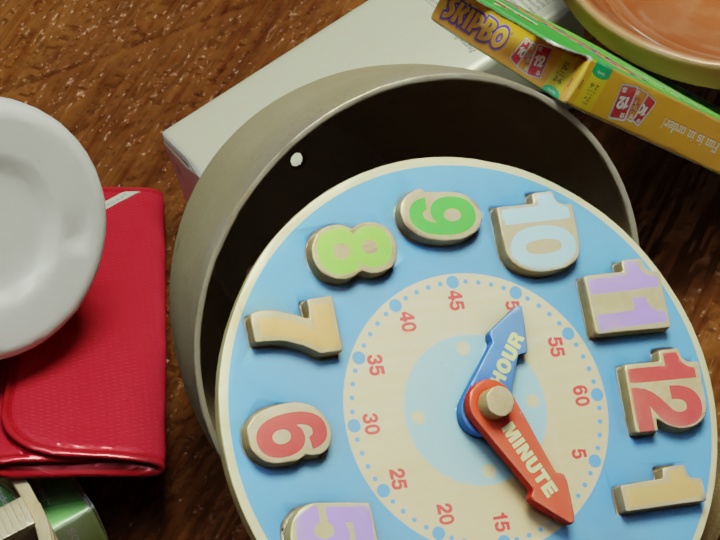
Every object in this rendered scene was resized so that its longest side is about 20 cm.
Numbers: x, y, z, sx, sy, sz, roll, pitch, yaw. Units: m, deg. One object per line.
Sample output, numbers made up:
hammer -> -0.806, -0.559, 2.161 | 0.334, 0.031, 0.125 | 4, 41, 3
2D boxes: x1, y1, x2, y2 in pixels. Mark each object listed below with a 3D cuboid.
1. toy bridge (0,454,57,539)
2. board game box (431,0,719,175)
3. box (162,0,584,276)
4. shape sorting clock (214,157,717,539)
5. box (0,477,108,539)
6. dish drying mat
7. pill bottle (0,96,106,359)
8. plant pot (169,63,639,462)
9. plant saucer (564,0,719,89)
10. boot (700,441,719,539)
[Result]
toy bridge -> -0.162, 0.120, 0.858 | 0.067, 0.027, 0.200 | -27, 53, -11
board game box -> 0.117, -0.077, 0.890 | 0.095, 0.200, 0.030 | 39, 102, 46
box -> 0.011, -0.076, 0.990 | 0.200, 0.069, 0.082 | -33, 52, -13
shape sorting clock -> 0.044, 0.052, 0.762 | 0.199, 0.039, 0.201 | 7, 70, -20
box -> -0.230, 0.115, 0.918 | 0.199, 0.036, 0.145 | -30, 52, -9
dish drying mat -> -0.128, 0.023, 0.941 | 0.076, 0.018, 0.200 | 0, 36, -6
pill bottle -> -0.208, -0.032, 0.938 | 0.114, 0.114, 0.200 | -42, 29, -20
plant pot -> 0.000, 0.000, 0.873 | 0.200, 0.201, 0.134 | -32, 28, -13
plant saucer -> 0.185, -0.156, 0.928 | 0.199, 0.032, 0.201 | -6, 52, 8
boot -> 0.085, 0.139, 0.808 | 0.075, 0.074, 0.201 | 32, 72, -3
